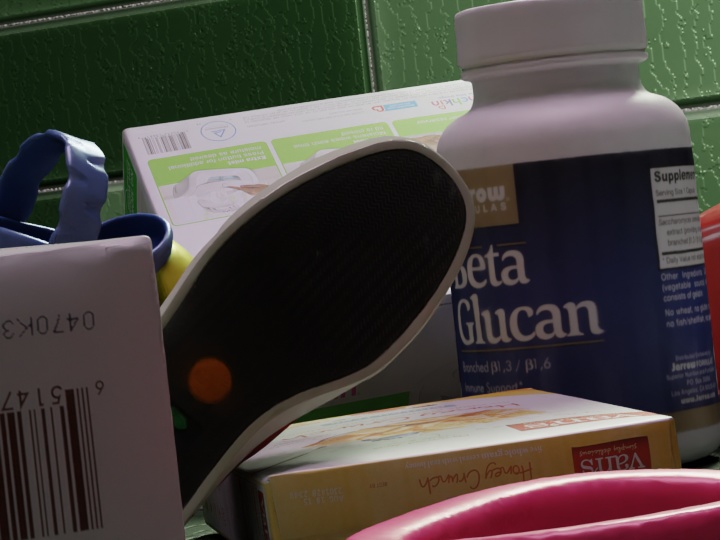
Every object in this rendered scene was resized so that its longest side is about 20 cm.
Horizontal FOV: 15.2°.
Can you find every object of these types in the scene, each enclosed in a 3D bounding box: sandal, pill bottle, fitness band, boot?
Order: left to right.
[{"bbox_3d":[-0.156,0.011,1.022,0.200,0.087,0.079,-31,30,-29],"label":"sandal"},{"bbox_3d":[-0.052,0.032,0.953,0.200,0.072,0.144,-43,5,-12],"label":"boot"},{"bbox_3d":[0.091,-0.015,1.162,0.111,0.201,0.111,-6,0,0],"label":"pill bottle"},{"bbox_3d":[0.076,0.073,0.734,0.143,0.038,0.200,-6,-1,24],"label":"fitness band"}]

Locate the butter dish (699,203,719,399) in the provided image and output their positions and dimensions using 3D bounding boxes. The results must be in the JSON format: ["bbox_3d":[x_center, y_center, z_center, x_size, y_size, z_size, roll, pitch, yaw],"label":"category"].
[{"bbox_3d":[0.231,-0.005,1.276,0.199,0.148,0.200,-5,1,41],"label":"butter dish"}]

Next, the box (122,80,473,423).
[{"bbox_3d":[0.000,0.000,1.310,0.200,0.097,0.177,-10,40,-15],"label":"box"}]

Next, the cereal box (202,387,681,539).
[{"bbox_3d":[0.022,0.074,0.988,0.144,0.040,0.200,-8,1,-11],"label":"cereal box"}]

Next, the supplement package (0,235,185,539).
[{"bbox_3d":[-0.145,0.056,0.796,0.117,0.118,0.200,-7,1,-28],"label":"supplement package"}]
